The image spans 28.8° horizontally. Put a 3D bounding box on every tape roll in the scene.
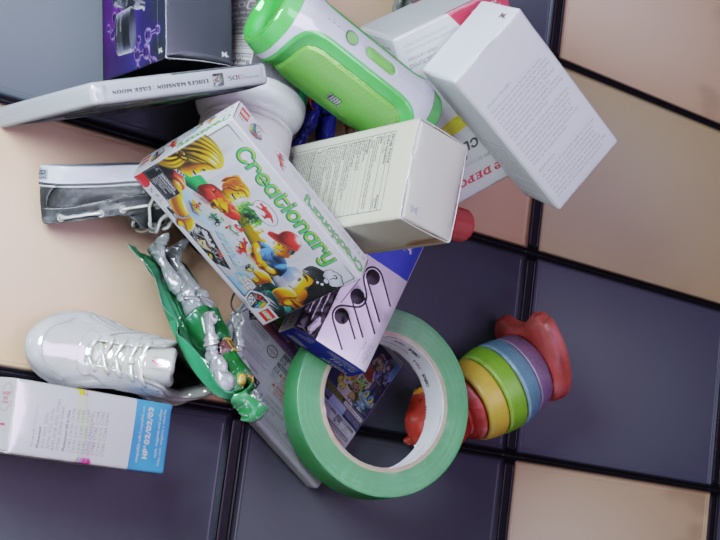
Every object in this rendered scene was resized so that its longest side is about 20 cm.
[{"bbox_3d":[0.017,0.142,1.499,0.198,0.048,0.203,5,76,-22],"label":"tape roll"}]

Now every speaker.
[{"bbox_3d":[-0.016,-0.195,1.361,0.199,0.088,0.089,35,68,-27],"label":"speaker"}]

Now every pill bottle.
[{"bbox_3d":[-0.105,-0.201,1.422,0.113,0.113,0.202,26,61,-34],"label":"pill bottle"}]

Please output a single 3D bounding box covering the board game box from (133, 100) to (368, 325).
[{"bbox_3d":[-0.100,-0.049,1.310,0.200,0.126,0.035,50,32,-23],"label":"board game box"}]

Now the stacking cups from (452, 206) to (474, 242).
[{"bbox_3d":[0.050,-0.070,1.588,0.199,0.060,0.061,10,82,-37],"label":"stacking cups"}]

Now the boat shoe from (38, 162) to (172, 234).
[{"bbox_3d":[-0.210,-0.069,1.359,0.197,0.074,0.069,-2,97,-20],"label":"boat shoe"}]

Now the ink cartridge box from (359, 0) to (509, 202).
[{"bbox_3d":[0.102,-0.188,1.499,0.144,0.083,0.202,-28,118,-18],"label":"ink cartridge box"}]

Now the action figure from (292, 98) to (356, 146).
[{"bbox_3d":[-0.041,-0.173,1.535,0.065,0.052,0.202,23,72,-31],"label":"action figure"}]

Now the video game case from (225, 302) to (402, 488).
[{"bbox_3d":[-0.062,0.101,1.518,0.200,0.023,0.183,50,60,-23],"label":"video game case"}]

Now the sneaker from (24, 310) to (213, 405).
[{"bbox_3d":[-0.221,0.083,1.346,0.199,0.099,0.079,14,79,-36],"label":"sneaker"}]

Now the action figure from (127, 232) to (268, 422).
[{"bbox_3d":[-0.146,0.059,1.357,0.201,0.054,0.118,60,15,14],"label":"action figure"}]

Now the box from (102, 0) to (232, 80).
[{"bbox_3d":[-0.190,-0.290,1.365,0.078,0.141,0.202,1,86,-38],"label":"box"}]

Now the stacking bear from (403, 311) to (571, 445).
[{"bbox_3d":[0.136,0.143,1.621,0.199,0.121,0.115,-28,97,-26],"label":"stacking bear"}]

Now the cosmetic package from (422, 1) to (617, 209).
[{"bbox_3d":[0.166,-0.169,1.448,0.102,0.071,0.200,-48,122,-7],"label":"cosmetic package"}]

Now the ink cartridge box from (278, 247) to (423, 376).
[{"bbox_3d":[0.000,0.000,1.470,0.094,0.044,0.201,33,67,-18],"label":"ink cartridge box"}]

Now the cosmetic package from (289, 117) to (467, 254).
[{"bbox_3d":[0.004,-0.075,1.365,0.071,0.199,0.106,25,71,-38],"label":"cosmetic package"}]

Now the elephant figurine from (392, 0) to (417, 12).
[{"bbox_3d":[0.082,-0.226,1.592,0.153,0.142,0.202,9,85,-2],"label":"elephant figurine"}]

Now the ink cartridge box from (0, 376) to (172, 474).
[{"bbox_3d":[-0.287,0.138,1.281,0.199,0.115,0.069,14,79,-36],"label":"ink cartridge box"}]

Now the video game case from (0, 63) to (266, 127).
[{"bbox_3d":[-0.214,-0.161,1.301,0.181,0.199,0.024,-14,97,-37],"label":"video game case"}]

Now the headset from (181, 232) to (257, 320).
[{"bbox_3d":[-0.119,-0.051,1.436,0.123,0.094,0.202,-5,81,-37],"label":"headset"}]
